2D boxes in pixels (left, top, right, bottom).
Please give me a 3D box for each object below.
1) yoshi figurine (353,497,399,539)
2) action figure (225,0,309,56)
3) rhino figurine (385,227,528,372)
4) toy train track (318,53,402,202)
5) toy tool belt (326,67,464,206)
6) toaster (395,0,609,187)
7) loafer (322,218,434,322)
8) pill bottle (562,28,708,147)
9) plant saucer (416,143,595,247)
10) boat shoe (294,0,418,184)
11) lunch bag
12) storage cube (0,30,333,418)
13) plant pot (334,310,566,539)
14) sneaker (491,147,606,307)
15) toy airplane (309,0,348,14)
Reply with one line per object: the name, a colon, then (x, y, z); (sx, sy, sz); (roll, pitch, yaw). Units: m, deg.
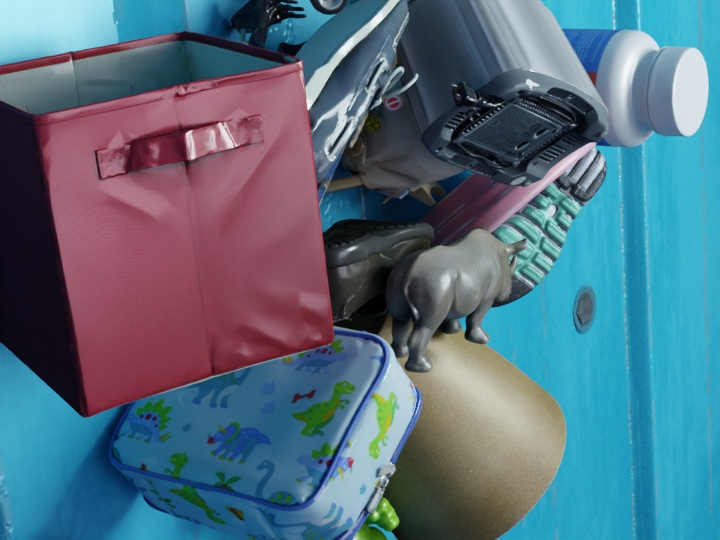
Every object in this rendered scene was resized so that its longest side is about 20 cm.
yoshi figurine: (-0.022, 0.219, 1.208); (0.112, 0.112, 0.200); (-43, 126, -33)
action figure: (-0.090, -0.118, 1.052); (0.119, 0.102, 0.200); (51, 54, -28)
rhino figurine: (0.082, 0.012, 1.160); (0.200, 0.060, 0.088); (-22, 118, -54)
toy train track: (-0.006, -0.094, 1.144); (0.115, 0.032, 0.200); (-90, -158, -56)
toy tool belt: (0.046, -0.120, 1.257); (0.125, 0.123, 0.200); (57, 35, 0)
toaster: (0.099, -0.154, 1.139); (0.200, 0.114, 0.129); (12, 49, -52)
loafer: (0.000, 0.000, 1.155); (0.200, 0.073, 0.071); (-17, 108, -63)
pill bottle: (0.223, -0.175, 1.396); (0.112, 0.200, 0.112); (-13, 106, -53)
plant saucer: (0.121, -0.070, 1.315); (0.051, 0.201, 0.200); (50, 45, 2)
boat shoe: (-0.010, -0.132, 1.019); (0.062, 0.075, 0.200); (52, 40, -20)
lunch bag: (-0.065, 0.110, 1.042); (0.161, 0.200, 0.082); (-61, 140, -29)
storage cube: (-0.136, -0.039, 0.900); (0.171, 0.200, 0.180); (-16, 111, -27)
plant pot: (0.045, 0.110, 1.241); (0.200, 0.186, 0.186); (49, 56, -29)
sneaker: (0.167, -0.042, 1.462); (0.074, 0.088, 0.200); (43, 80, -11)
toy airplane: (0.022, -0.298, 1.092); (0.199, 0.200, 0.141); (-52, 130, -35)
